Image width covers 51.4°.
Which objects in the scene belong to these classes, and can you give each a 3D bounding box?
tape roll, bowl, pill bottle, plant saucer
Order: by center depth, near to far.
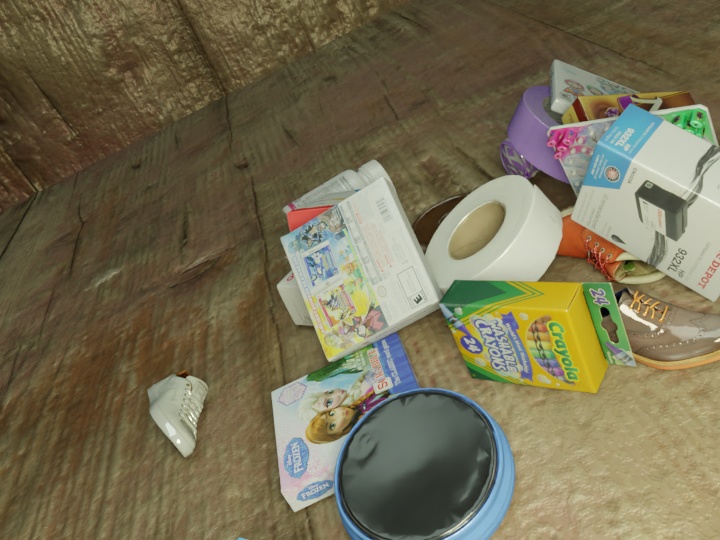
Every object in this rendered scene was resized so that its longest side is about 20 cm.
[{"bbox_3d":[0.064,0.214,0.801,0.199,0.040,0.202,-14,44,14],"label":"bowl"},{"bbox_3d":[0.185,-0.037,1.060,0.202,0.071,0.203,-39,25,22],"label":"tape roll"},{"bbox_3d":[0.333,-0.210,1.170,0.198,0.066,0.201,14,38,-11],"label":"tape roll"},{"bbox_3d":[0.159,-0.076,1.257,0.199,0.032,0.201,-22,29,13],"label":"plant saucer"},{"bbox_3d":[-0.036,-0.117,1.404,0.199,0.114,0.113,-31,28,-9],"label":"pill bottle"}]

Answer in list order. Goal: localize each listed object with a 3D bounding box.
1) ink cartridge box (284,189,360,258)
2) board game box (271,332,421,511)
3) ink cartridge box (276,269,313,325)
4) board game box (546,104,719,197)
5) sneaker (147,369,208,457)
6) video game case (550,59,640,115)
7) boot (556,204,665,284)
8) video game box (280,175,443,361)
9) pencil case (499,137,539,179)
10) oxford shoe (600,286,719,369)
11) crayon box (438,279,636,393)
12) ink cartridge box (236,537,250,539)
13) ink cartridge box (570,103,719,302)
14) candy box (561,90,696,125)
[{"bbox_3d":[-0.037,-0.079,1.193,0.115,0.068,0.200,-5,14,22],"label":"ink cartridge box"},{"bbox_3d":[-0.014,0.186,0.961,0.198,0.041,0.200,-26,28,2],"label":"board game box"},{"bbox_3d":[-0.013,0.016,1.192,0.199,0.084,0.145,0,37,42],"label":"ink cartridge box"},{"bbox_3d":[0.366,-0.118,0.974,0.199,0.200,0.026,-1,51,40],"label":"board game box"},{"bbox_3d":[-0.266,0.201,1.119,0.084,0.073,0.200,-35,28,-9],"label":"sneaker"},{"bbox_3d":[0.398,-0.264,1.195,0.198,0.024,0.183,21,37,-1],"label":"video game case"},{"bbox_3d":[0.325,-0.032,1.001,0.199,0.075,0.108,1,44,40],"label":"boot"},{"bbox_3d":[0.000,0.000,1.051,0.181,0.047,0.201,-28,70,15],"label":"video game box"},{"bbox_3d":[0.338,-0.230,1.303,0.199,0.084,0.086,-33,55,-8],"label":"pencil case"},{"bbox_3d":[0.324,0.060,0.843,0.199,0.073,0.071,-2,37,38],"label":"oxford shoe"},{"bbox_3d":[0.202,0.075,0.869,0.199,0.126,0.052,0,38,41],"label":"crayon box"},{"bbox_3d":[-0.038,0.342,0.614,0.199,0.148,0.145,-2,37,39],"label":"ink cartridge box"},{"bbox_3d":[0.365,-0.078,0.875,0.199,0.146,0.084,34,62,22],"label":"ink cartridge box"},{"bbox_3d":[0.401,-0.192,1.070,0.198,0.057,0.118,-7,67,-21],"label":"candy box"}]
